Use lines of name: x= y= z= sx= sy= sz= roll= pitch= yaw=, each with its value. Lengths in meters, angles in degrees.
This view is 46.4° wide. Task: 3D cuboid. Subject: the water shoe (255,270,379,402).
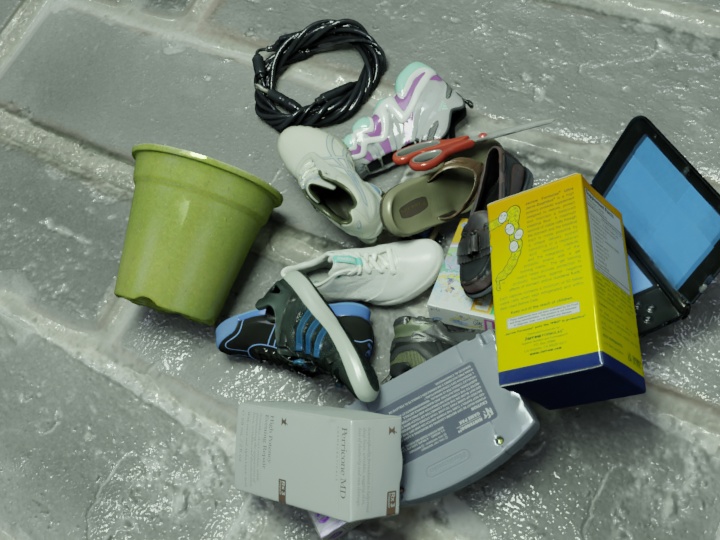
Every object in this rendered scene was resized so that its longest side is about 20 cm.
water shoe: x=-0.050 y=0.086 z=0.940 sx=0.079 sy=0.072 sz=0.200 roll=-37 pitch=49 yaw=-1

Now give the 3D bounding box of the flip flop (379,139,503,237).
flip flop: x=0.109 y=-0.101 z=1.016 sx=0.199 sy=0.057 sz=0.081 roll=-28 pitch=99 yaw=-30

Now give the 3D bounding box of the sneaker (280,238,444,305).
sneaker: x=0.000 y=0.000 z=1.014 sx=0.199 sy=0.089 sz=0.076 roll=-15 pitch=62 yaw=16

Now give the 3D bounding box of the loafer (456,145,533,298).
loafer: x=0.144 y=-0.060 z=0.969 sx=0.072 sy=0.063 sz=0.201 roll=-16 pitch=39 yaw=44

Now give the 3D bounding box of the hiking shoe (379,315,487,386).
hiking shoe: x=0.123 y=0.117 z=0.951 sx=0.199 sy=0.076 sz=0.101 roll=11 pitch=82 yaw=27

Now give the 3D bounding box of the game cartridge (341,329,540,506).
game cartridge: x=0.081 y=0.165 z=0.888 sx=0.199 sy=0.041 sz=0.134 roll=-30 pitch=57 yaw=14

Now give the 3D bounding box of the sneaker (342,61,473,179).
sneaker: x=0.066 y=-0.160 z=1.088 sx=0.140 sy=0.078 sz=0.200 roll=39 pitch=92 yaw=18

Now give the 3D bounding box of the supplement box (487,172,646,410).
supplement box: x=0.204 y=0.024 z=0.846 sx=0.109 sy=0.109 sz=0.201 roll=-18 pitch=60 yaw=34

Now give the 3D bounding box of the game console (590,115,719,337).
game console: x=0.275 y=-0.042 z=0.903 sx=0.170 sy=0.119 sz=0.200 roll=-22 pitch=51 yaw=-5

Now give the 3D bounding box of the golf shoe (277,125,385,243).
golf shoe: x=-0.045 y=-0.117 z=1.032 sx=0.200 sy=0.097 sz=0.078 roll=44 pitch=108 yaw=24

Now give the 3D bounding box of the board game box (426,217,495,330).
board game box: x=0.193 y=0.016 z=0.975 sx=0.199 sy=0.034 sz=0.135 roll=11 pitch=57 yaw=21

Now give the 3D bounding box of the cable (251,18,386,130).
cable: x=-0.061 y=-0.278 z=1.195 sx=0.199 sy=0.051 sz=0.164 roll=-7 pitch=64 yaw=12

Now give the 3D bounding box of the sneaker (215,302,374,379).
sneaker: x=-0.082 y=0.091 z=1.014 sx=0.199 sy=0.070 sz=0.078 roll=-9 pitch=56 yaw=11

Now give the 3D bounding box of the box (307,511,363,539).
box: x=0.036 y=0.230 z=0.931 sx=0.199 sy=0.041 sz=0.039 roll=-32 pitch=61 yaw=-1

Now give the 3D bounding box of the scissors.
scissors: x=0.137 y=-0.164 z=1.035 sx=0.199 sy=0.014 sz=0.073 roll=-22 pitch=27 yaw=-12

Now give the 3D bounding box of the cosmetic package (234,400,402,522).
cosmetic package: x=-0.049 y=0.196 z=0.891 sx=0.199 sy=0.074 sz=0.102 roll=-5 pitch=83 yaw=49

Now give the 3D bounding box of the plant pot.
plant pot: x=-0.220 y=-0.036 z=1.060 sx=0.199 sy=0.200 sz=0.185 roll=14 pitch=81 yaw=21

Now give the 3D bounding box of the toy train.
toy train: x=0.016 y=-0.074 z=1.077 sx=0.199 sy=0.046 sz=0.034 roll=21 pitch=72 yaw=24
